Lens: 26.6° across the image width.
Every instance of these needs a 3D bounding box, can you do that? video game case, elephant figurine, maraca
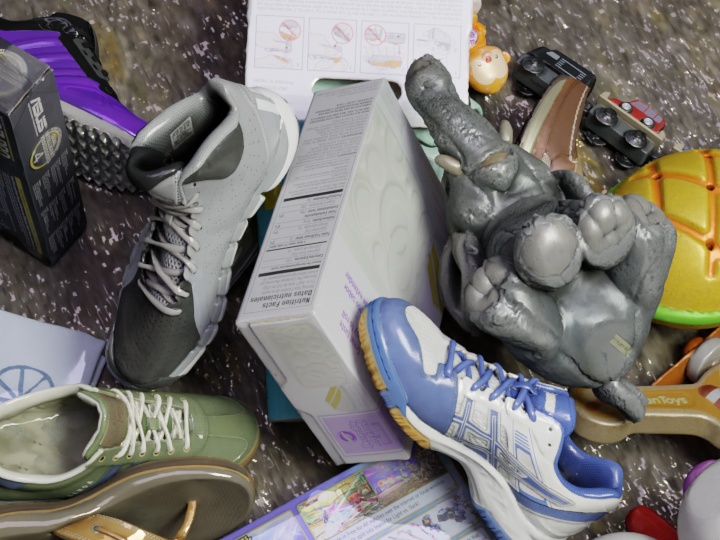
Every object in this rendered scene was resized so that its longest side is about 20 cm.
[{"bbox_3d":[0.005,0.220,0.931,0.199,0.046,0.182,-26,68,-17],"label":"video game case"},{"bbox_3d":[0.102,-0.024,0.963,0.140,0.156,0.200,11,19,-30],"label":"elephant figurine"},{"bbox_3d":[0.247,-0.030,1.029,0.199,0.107,0.138,-22,57,-15],"label":"maraca"}]

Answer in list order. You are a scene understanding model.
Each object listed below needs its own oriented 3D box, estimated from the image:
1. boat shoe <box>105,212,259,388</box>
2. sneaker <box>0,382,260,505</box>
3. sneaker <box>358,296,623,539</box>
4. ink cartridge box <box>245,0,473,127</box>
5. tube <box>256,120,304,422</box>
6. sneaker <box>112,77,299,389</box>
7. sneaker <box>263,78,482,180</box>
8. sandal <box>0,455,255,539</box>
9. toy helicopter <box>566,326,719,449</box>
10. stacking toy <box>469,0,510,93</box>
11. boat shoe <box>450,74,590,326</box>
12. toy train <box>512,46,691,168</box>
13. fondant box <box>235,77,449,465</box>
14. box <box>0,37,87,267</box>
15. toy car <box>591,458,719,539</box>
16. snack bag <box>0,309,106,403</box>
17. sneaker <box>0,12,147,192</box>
[{"bbox_3d":[-0.105,-0.012,1.005,0.072,0.062,0.201,26,83,-4],"label":"boat shoe"},{"bbox_3d":[-0.153,0.106,0.941,0.198,0.090,0.068,-5,68,-17],"label":"sneaker"},{"bbox_3d":[0.082,0.080,0.911,0.200,0.088,0.076,48,31,-23],"label":"sneaker"},{"bbox_3d":[-0.001,-0.200,1.075,0.161,0.057,0.202,2,88,-3],"label":"ink cartridge box"},{"bbox_3d":[-0.041,-0.001,1.006,0.050,0.077,0.202,-8,82,31],"label":"tube"},{"bbox_3d":[-0.117,-0.027,0.904,0.075,0.115,0.201,25,93,23],"label":"sneaker"},{"bbox_3d":[-0.004,-0.092,1.076,0.200,0.074,0.118,-36,64,-23],"label":"sneaker"},{"bbox_3d":[-0.157,0.167,0.919,0.198,0.081,0.054,-11,47,-17],"label":"sandal"},{"bbox_3d":[0.224,0.083,0.999,0.198,0.079,0.133,1,39,-16],"label":"toy helicopter"},{"bbox_3d":[0.053,-0.219,1.147,0.115,0.110,0.201,-24,77,-19],"label":"stacking toy"},{"bbox_3d":[0.127,-0.039,1.068,0.073,0.076,0.201,22,71,2],"label":"boat shoe"},{"bbox_3d":[0.200,-0.103,1.125,0.199,0.034,0.046,38,55,16],"label":"toy train"},{"bbox_3d":[0.000,0.000,0.969,0.058,0.145,0.201,-7,46,27],"label":"fondant box"},{"bbox_3d":[-0.264,-0.100,0.994,0.160,0.200,0.049,32,66,13],"label":"box"},{"bbox_3d":[0.218,0.182,0.901,0.175,0.200,0.150,43,23,-22],"label":"toy car"},{"bbox_3d":[-0.287,0.103,0.984,0.198,0.021,0.190,16,63,1],"label":"snack bag"},{"bbox_3d":[-0.207,-0.136,1.091,0.199,0.070,0.100,26,61,9],"label":"sneaker"}]
